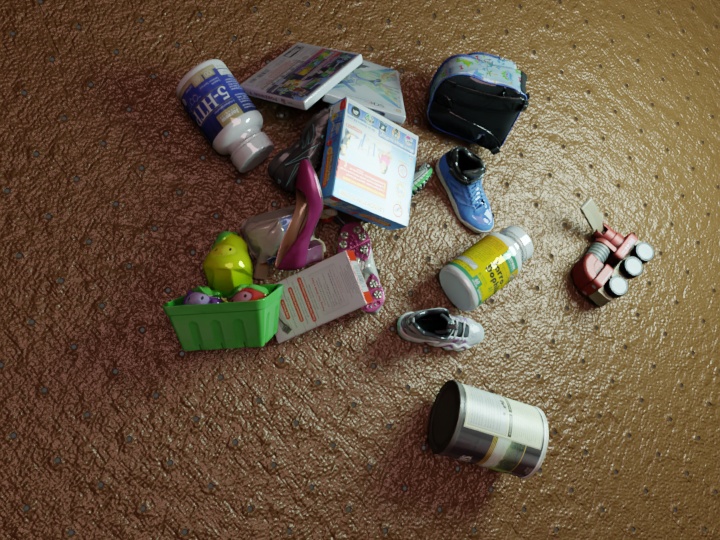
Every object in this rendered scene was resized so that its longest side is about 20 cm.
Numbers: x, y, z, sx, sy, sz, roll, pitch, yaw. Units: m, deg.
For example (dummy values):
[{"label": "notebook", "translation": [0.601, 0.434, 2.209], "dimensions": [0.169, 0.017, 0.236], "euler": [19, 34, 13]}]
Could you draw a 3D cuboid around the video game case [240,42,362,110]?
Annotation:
[{"label": "video game case", "translation": [-0.122, -0.407, 1.195], "dimensions": [0.180, 0.023, 0.200], "euler": [22, 54, 29]}]

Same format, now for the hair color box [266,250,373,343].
[{"label": "hair color box", "translation": [-0.086, 0.051, 1.125], "dimensions": [0.197, 0.064, 0.113], "euler": [-24, 85, 13]}]

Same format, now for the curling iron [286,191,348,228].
[{"label": "curling iron", "translation": [-0.084, -0.138, 1.230], "dimensions": [0.199, 0.026, 0.050], "euler": [39, 92, -9]}]

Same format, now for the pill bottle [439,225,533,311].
[{"label": "pill bottle", "translation": [0.277, -0.010, 1.253], "dimensions": [0.198, 0.113, 0.114], "euler": [-34, 89, -18]}]

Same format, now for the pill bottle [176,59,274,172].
[{"label": "pill bottle", "translation": [-0.267, -0.306, 1.163], "dimensions": [0.119, 0.120, 0.201], "euler": [-37, 90, -18]}]

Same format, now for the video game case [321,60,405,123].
[{"label": "video game case", "translation": [0.004, -0.401, 1.245], "dimensions": [0.179, 0.022, 0.202], "euler": [12, 44, -15]}]

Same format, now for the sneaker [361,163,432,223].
[{"label": "sneaker", "translation": [0.072, -0.186, 1.251], "dimensions": [0.198, 0.078, 0.086], "euler": [-30, 87, -17]}]

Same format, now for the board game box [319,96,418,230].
[{"label": "board game box", "translation": [0.019, -0.205, 1.140], "dimensions": [0.198, 0.055, 0.200], "euler": [18, 74, -37]}]

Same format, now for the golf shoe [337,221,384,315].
[{"label": "golf shoe", "translation": [0.000, 0.000, 1.202], "dimensions": [0.074, 0.092, 0.204], "euler": [-14, 70, 2]}]

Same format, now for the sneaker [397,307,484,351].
[{"label": "sneaker", "translation": [0.184, 0.121, 1.188], "dimensions": [0.196, 0.140, 0.080], "euler": [4, 78, -13]}]

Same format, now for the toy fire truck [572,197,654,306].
[{"label": "toy fire truck", "translation": [0.555, -0.049, 1.339], "dimensions": [0.200, 0.129, 0.176], "euler": [43, 73, 9]}]

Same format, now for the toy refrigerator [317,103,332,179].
[{"label": "toy refrigerator", "translation": [-0.047, -0.290, 1.243], "dimensions": [0.074, 0.070, 0.204], "euler": [15, 76, -11]}]

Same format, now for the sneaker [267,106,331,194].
[{"label": "sneaker", "translation": [-0.097, -0.243, 1.170], "dimensions": [0.200, 0.075, 0.079], "euler": [-45, 77, 10]}]

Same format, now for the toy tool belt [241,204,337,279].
[{"label": "toy tool belt", "translation": [-0.134, -0.062, 1.167], "dimensions": [0.196, 0.125, 0.125], "euler": [-17, 115, -14]}]

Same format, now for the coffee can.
[{"label": "coffee can", "translation": [0.256, 0.321, 1.167], "dimensions": [0.196, 0.146, 0.149], "euler": [18, 75, -10]}]

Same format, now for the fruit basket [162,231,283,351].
[{"label": "fruit basket", "translation": [-0.249, 0.032, 1.070], "dimensions": [0.211, 0.156, 0.221], "euler": [2, 101, 9]}]

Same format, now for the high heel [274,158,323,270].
[{"label": "high heel", "translation": [-0.120, -0.098, 1.061], "dimensions": [0.095, 0.067, 0.204], "euler": [-14, 109, -26]}]

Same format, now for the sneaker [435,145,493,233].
[{"label": "sneaker", "translation": [0.247, -0.180, 1.278], "dimensions": [0.076, 0.111, 0.202], "euler": [-28, 88, -18]}]

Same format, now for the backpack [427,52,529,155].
[{"label": "backpack", "translation": [0.252, -0.388, 1.288], "dimensions": [0.196, 0.184, 0.149], "euler": [14, 53, -8]}]
